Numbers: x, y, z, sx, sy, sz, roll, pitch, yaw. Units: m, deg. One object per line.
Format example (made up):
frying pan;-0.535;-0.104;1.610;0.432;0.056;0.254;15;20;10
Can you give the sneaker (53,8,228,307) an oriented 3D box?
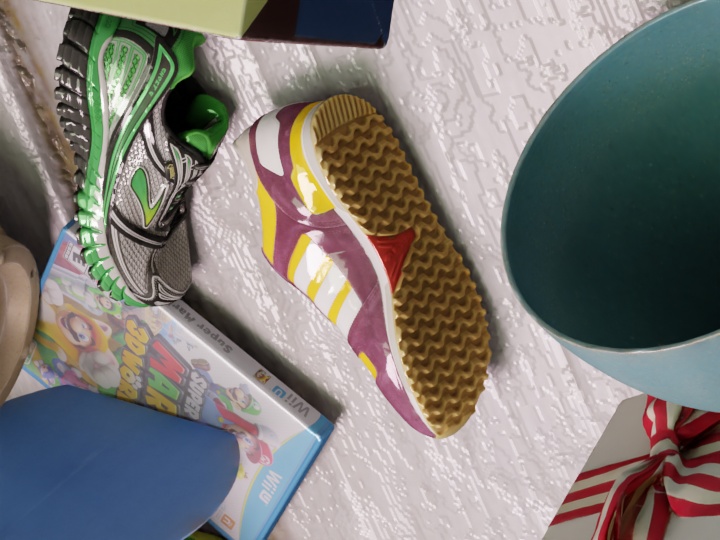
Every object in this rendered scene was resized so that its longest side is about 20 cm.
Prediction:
sneaker;-0.116;-0.056;1.432;0.085;0.078;0.200;4;134;10

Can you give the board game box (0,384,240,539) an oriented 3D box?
board game box;-0.169;0.138;1.513;0.200;0.158;0.039;13;127;32

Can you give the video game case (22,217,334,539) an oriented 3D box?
video game case;-0.118;0.073;1.554;0.200;0.018;0.143;39;139;7

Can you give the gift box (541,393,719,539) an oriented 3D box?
gift box;0.208;0.136;1.264;0.200;0.185;0.187;-27;111;40

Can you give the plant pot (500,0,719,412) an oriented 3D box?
plant pot;0.185;-0.012;1.185;0.200;0.201;0.135;-6;143;38

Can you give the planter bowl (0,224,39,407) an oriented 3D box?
planter bowl;-0.276;0.022;1.524;0.134;0.200;0.201;16;128;17

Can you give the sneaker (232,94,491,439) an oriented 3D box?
sneaker;0.000;0.000;1.397;0.090;0.075;0.200;-8;108;48

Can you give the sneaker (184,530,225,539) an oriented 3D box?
sneaker;-0.130;0.199;1.612;0.200;0.084;0.074;13;127;29

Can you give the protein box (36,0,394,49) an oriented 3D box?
protein box;-0.089;-0.218;1.208;0.200;0.135;0.199;13;98;29
